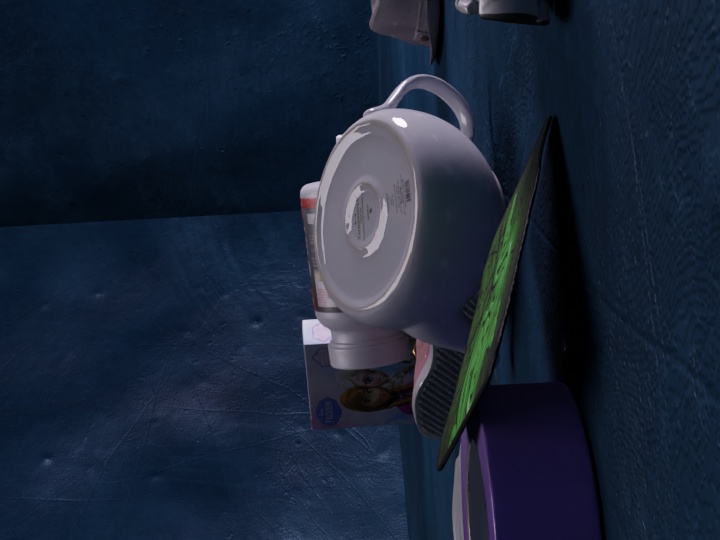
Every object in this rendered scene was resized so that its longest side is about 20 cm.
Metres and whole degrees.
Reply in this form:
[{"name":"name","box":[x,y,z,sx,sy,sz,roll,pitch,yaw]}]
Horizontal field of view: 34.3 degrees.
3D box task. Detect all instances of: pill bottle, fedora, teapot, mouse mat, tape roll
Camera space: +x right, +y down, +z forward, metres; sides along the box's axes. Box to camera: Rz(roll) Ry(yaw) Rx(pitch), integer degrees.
[{"name":"pill bottle","box":[0.000,0.000,1.286,0.116,0.114,0.204,-101,5,-84]},{"name":"fedora","box":[0.054,-0.360,1.522,0.200,0.089,0.180,95,172,-84]},{"name":"teapot","box":[0.059,-0.044,1.012,0.197,0.144,0.203,47,124,48]},{"name":"mouse mat","box":[0.087,0.016,0.767,0.162,0.007,0.202,106,-179,-57]},{"name":"tape roll","box":[0.107,0.176,0.765,0.200,0.064,0.204,176,90,-90]}]

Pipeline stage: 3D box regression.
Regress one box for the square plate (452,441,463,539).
[{"name":"square plate","box":[0.123,0.300,1.281,0.202,0.028,0.200,88,179,-51]}]

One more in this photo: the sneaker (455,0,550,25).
[{"name":"sneaker","box":[0.092,-0.217,0.767,0.200,0.074,0.088,-111,27,-70]}]

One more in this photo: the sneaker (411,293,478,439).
[{"name":"sneaker","box":[0.091,0.070,1.204,0.105,0.074,0.203,-94,6,-57]}]

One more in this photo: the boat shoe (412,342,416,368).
[{"name":"boat shoe","box":[0.092,0.093,1.332,0.202,0.066,0.073,88,179,-49]}]

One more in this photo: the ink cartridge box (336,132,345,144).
[{"name":"ink cartridge box","box":[0.042,-0.077,1.494,0.202,0.143,0.085,88,179,-49]}]

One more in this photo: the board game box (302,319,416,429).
[{"name":"board game box","box":[0.027,0.134,1.520,0.202,0.196,0.042,87,179,-50]}]
